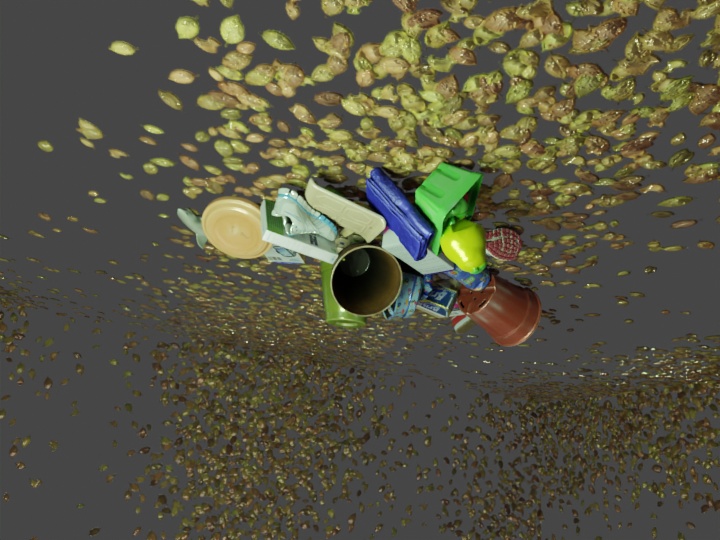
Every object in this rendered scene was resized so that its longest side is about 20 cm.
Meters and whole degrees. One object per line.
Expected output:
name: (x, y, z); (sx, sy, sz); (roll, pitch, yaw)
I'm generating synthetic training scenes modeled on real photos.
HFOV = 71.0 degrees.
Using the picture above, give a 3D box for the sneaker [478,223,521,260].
sneaker: (0.317, -0.079, 1.282); (0.199, 0.081, 0.075); (13, -173, -13)

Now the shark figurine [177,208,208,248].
shark figurine: (-0.421, -0.102, 1.445); (0.213, 0.090, 0.128); (16, 159, -16)

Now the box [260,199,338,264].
box: (-0.158, -0.100, 1.290); (0.199, 0.145, 0.036); (20, 122, -27)

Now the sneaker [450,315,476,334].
sneaker: (0.400, 0.126, 1.792); (0.200, 0.113, 0.071); (-39, 136, 21)

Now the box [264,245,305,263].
box: (-0.242, -0.071, 1.528); (0.118, 0.042, 0.200); (3, 161, 11)

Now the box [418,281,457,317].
box: (0.201, 0.072, 1.595); (0.199, 0.070, 0.064); (22, 155, 21)

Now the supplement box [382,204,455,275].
supplement box: (0.155, -0.074, 1.295); (0.103, 0.102, 0.199); (-11, 152, 40)

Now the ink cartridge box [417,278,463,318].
ink cartridge box: (0.295, 0.097, 1.721); (0.164, 0.076, 0.199); (23, 154, -37)

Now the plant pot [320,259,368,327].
plant pot: (-0.039, 0.075, 1.592); (0.199, 0.194, 0.201); (5, 163, 1)

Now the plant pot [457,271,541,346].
plant pot: (0.417, 0.104, 1.563); (0.195, 0.202, 0.200); (30, 150, -28)

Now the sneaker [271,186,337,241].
sneaker: (-0.141, -0.114, 1.236); (0.200, 0.087, 0.075); (35, 164, -37)

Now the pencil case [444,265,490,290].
pencil case: (0.287, -0.005, 1.454); (0.199, 0.078, 0.087); (25, 124, -36)

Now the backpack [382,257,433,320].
backpack: (0.134, 0.049, 1.478); (0.133, 0.201, 0.183); (11, 158, -8)

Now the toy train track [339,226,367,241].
toy train track: (0.020, -0.138, 1.274); (0.115, 0.033, 0.199); (42, 139, -21)

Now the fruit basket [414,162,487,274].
fruit basket: (0.212, -0.098, 1.073); (0.215, 0.156, 0.216); (41, 167, 12)

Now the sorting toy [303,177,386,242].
sorting toy: (-0.041, -0.143, 1.197); (0.199, 0.037, 0.185); (29, 167, -6)

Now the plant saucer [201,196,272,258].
plant saucer: (-0.329, -0.108, 1.357); (0.199, 0.032, 0.201); (4, 133, 5)

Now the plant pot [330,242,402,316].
plant pot: (0.000, 0.000, 1.370); (0.186, 0.188, 0.200); (13, -166, -14)

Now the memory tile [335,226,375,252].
memory tile: (-0.072, -0.081, 1.473); (0.199, 0.017, 0.153); (-8, 154, 36)

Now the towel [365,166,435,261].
towel: (0.079, -0.117, 1.113); (0.049, 0.200, 0.148); (-33, 163, -14)
